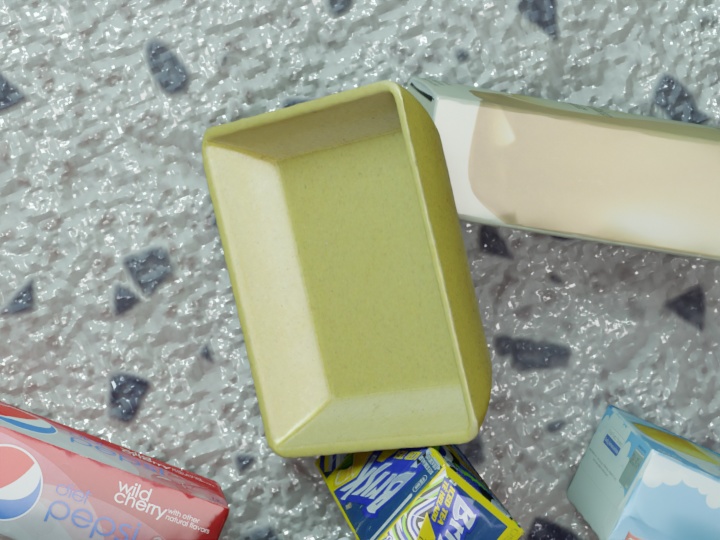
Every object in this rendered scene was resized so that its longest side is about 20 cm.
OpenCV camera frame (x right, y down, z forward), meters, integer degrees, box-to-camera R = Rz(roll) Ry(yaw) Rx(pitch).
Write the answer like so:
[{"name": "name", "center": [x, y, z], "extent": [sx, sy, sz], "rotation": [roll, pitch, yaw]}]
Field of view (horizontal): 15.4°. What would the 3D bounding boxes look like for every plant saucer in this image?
[{"name": "plant saucer", "center": [0.000, 0.000, 1.511], "extent": [0.048, 0.200, 0.201], "rotation": [-15, 93, -36]}]

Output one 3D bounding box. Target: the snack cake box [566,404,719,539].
[{"name": "snack cake box", "center": [0.234, 0.161, 1.605], "extent": [0.199, 0.115, 0.067], "rotation": [25, 96, -12]}]

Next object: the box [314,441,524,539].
[{"name": "box", "center": [0.031, 0.129, 1.526], "extent": [0.064, 0.200, 0.070], "rotation": [41, 92, -13]}]

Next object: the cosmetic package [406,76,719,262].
[{"name": "cosmetic package", "center": [0.126, -0.059, 1.557], "extent": [0.199, 0.105, 0.071], "rotation": [8, 99, -11]}]

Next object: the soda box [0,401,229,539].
[{"name": "soda box", "center": [-0.181, 0.126, 1.563], "extent": [0.199, 0.070, 0.064], "rotation": [21, 96, -11]}]

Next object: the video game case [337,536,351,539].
[{"name": "video game case", "center": [-0.033, 0.280, 1.499], "extent": [0.181, 0.023, 0.200], "rotation": [-32, 102, -1]}]
